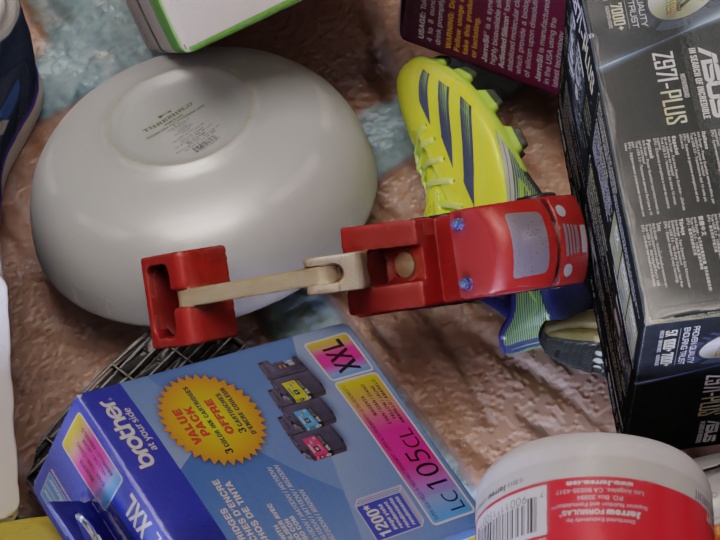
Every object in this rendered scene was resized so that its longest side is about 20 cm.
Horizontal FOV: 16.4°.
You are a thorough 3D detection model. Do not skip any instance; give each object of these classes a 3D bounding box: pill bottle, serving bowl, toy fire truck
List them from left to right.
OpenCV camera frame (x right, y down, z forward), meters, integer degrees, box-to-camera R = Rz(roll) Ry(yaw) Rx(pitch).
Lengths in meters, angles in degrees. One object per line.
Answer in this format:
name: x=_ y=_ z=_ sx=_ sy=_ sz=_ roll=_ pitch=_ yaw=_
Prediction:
serving bowl: x=-0.093 y=-0.061 z=1.382 sx=0.198 sy=0.066 sz=0.201 roll=-7 pitch=44 yaw=7
toy fire truck: x=0.000 y=0.000 z=1.257 sx=0.199 sy=0.140 sz=0.049 roll=-10 pitch=88 yaw=46
pill bottle: x=0.105 y=0.184 z=1.113 sx=0.111 sy=0.113 sz=0.201 roll=-3 pitch=59 yaw=9

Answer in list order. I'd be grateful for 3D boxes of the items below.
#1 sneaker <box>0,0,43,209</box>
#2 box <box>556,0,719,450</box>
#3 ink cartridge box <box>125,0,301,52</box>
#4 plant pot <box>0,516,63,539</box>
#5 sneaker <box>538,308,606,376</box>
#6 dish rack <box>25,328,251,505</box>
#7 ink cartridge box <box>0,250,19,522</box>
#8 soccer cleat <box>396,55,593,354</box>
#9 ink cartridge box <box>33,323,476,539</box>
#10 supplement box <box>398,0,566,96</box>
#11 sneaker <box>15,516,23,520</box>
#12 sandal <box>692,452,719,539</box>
sneaker: x=-0.245 y=-0.082 z=1.402 sx=0.080 sy=0.147 sz=0.201 roll=11 pitch=61 yaw=17
box: x=0.154 y=-0.036 z=1.199 sx=0.085 sy=0.164 sz=0.201 roll=-8 pitch=64 yaw=-1
ink cartridge box: x=-0.063 y=-0.188 z=1.402 sx=0.145 sy=0.200 sz=0.085 roll=-27 pitch=100 yaw=-7
plant pot: x=-0.161 y=0.201 z=1.205 sx=0.199 sy=0.201 sz=0.142 roll=22 pitch=41 yaw=22
sneaker: x=0.184 y=0.000 z=1.308 sx=0.198 sy=0.077 sz=0.089 roll=-13 pitch=73 yaw=-7
dish rack: x=-0.070 y=0.118 z=1.304 sx=0.200 sy=0.055 sz=0.153 roll=35 pitch=69 yaw=29
ink cartridge box: x=-0.224 y=0.021 z=1.281 sx=0.085 sy=0.148 sz=0.200 roll=-3 pitch=25 yaw=-9
soccer cleat: x=0.060 y=-0.040 z=1.370 sx=0.083 sy=0.065 sz=0.201 roll=-30 pitch=58 yaw=-4
ink cartridge box: x=-0.059 y=0.114 z=1.173 sx=0.199 sy=0.077 sz=0.137 roll=-16 pitch=58 yaw=-39
supplement box: x=0.139 y=-0.166 z=1.386 sx=0.199 sy=0.104 sz=0.131 roll=21 pitch=39 yaw=21
sneaker: x=-0.252 y=0.117 z=1.325 sx=0.198 sy=0.072 sz=0.080 roll=9 pitch=65 yaw=17
sandal: x=0.163 y=0.125 z=1.239 sx=0.205 sy=0.079 sz=0.059 roll=-24 pitch=60 yaw=-2
